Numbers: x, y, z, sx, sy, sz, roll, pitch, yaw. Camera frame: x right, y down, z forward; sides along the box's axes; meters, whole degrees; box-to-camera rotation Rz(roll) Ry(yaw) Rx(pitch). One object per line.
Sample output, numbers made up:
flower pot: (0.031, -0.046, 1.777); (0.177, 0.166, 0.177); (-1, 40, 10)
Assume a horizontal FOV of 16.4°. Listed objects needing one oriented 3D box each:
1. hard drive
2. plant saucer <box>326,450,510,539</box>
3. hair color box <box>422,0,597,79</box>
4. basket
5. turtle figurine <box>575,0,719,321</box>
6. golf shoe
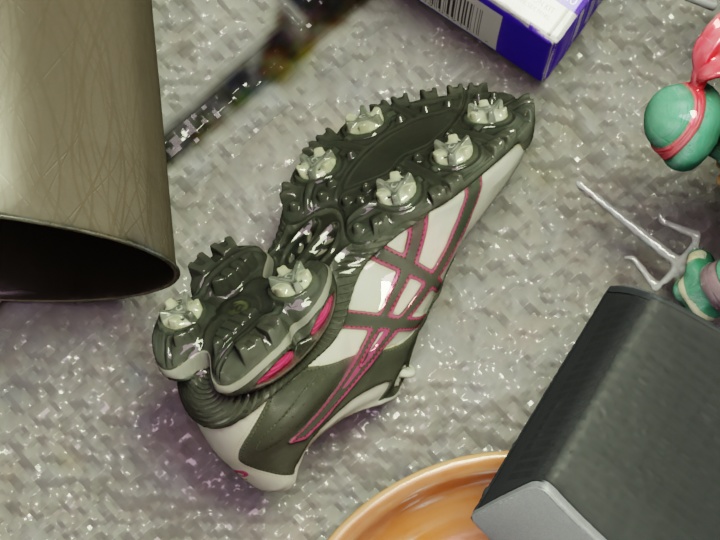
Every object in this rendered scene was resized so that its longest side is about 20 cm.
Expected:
hard drive: (0.154, 0.105, 0.967); (0.200, 0.042, 0.135); (38, 61, -6)
plant saucer: (0.063, 0.173, 0.990); (0.200, 0.037, 0.200); (0, 80, -1)
hair color box: (0.089, -0.194, 1.041); (0.109, 0.065, 0.200); (34, 79, 6)
basket: (-0.155, -0.101, 0.994); (0.180, 0.136, 0.200); (4, 75, -4)
turtle figurine: (0.172, -0.042, 0.991); (0.200, 0.101, 0.150); (18, 97, -18)
golf shoe: (0.000, 0.000, 1.011); (0.077, 0.088, 0.200); (22, 54, 43)
